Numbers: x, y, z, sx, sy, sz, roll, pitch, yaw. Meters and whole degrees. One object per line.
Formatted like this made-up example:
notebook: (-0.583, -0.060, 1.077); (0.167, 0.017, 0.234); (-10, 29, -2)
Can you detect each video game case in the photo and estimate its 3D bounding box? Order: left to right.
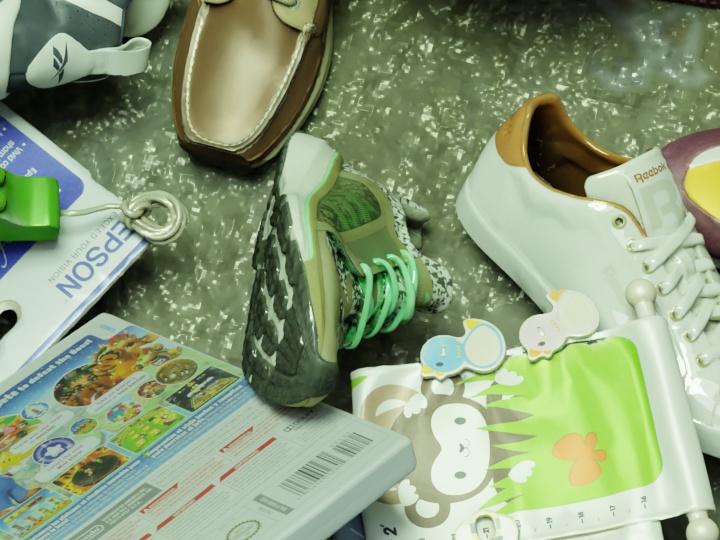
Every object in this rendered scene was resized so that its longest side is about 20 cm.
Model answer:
video game case: (-0.095, 0.085, 1.256); (0.143, 0.018, 0.200); (-36, 38, -31)

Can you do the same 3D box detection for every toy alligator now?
toy alligator: (-0.179, -0.029, 1.341); (0.200, 0.054, 0.059); (-4, 67, 2)

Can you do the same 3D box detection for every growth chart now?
growth chart: (0.051, 0.087, 1.266); (0.200, 0.018, 0.145); (-20, 64, -2)

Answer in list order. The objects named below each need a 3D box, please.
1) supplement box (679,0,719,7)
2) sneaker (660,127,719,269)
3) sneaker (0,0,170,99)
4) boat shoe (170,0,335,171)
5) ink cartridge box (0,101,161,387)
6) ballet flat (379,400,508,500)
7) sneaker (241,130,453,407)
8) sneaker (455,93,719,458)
supplement box: (0.145, -0.194, 1.409); (0.200, 0.086, 0.111); (9, 69, 9)
sneaker: (0.224, -0.034, 1.333); (0.200, 0.090, 0.075); (10, 69, 8)
sneaker: (-0.148, -0.154, 1.421); (0.129, 0.080, 0.199); (1, 37, -16)
boat shoe: (-0.043, -0.147, 1.411); (0.076, 0.074, 0.200); (13, 69, 10)
ink cartridge box: (-0.227, 0.000, 1.384); (0.200, 0.047, 0.198); (39, 74, 16)
ballet flat: (0.043, 0.089, 1.312); (0.200, 0.063, 0.069); (-25, 68, -6)
sneaker: (0.000, 0.000, 1.309); (0.088, 0.077, 0.200); (13, 27, -5)
sneaker: (0.127, 0.001, 1.321); (0.200, 0.085, 0.073); (43, 43, 19)
